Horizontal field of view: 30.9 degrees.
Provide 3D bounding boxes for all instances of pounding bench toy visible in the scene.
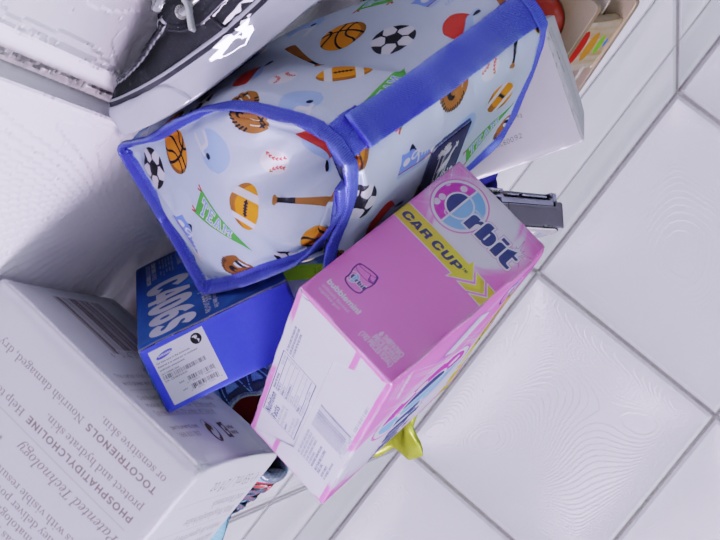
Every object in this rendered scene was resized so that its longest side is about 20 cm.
[{"bbox_3d":[0.110,-0.173,1.082,0.201,0.124,0.156,-57,166,25],"label":"pounding bench toy"}]

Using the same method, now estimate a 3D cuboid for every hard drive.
[{"bbox_3d":[0.070,-0.036,1.181,0.138,0.038,0.199,2,169,-32],"label":"hard drive"}]

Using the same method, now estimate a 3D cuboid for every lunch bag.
[{"bbox_3d":[-0.009,-0.077,0.715,0.170,0.125,0.199,-39,-167,-33],"label":"lunch bag"}]

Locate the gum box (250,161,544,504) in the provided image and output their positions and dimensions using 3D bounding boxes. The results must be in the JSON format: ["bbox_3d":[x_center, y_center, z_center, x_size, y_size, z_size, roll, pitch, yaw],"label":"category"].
[{"bbox_3d":[0.012,0.043,0.710,0.113,0.066,0.200,-39,167,-27],"label":"gum box"}]

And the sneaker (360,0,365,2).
[{"bbox_3d":[0.024,-0.225,0.811,0.201,0.072,0.085,90,9,-62],"label":"sneaker"}]

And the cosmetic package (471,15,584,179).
[{"bbox_3d":[0.094,-0.120,0.897,0.107,0.086,0.200,-19,-173,15],"label":"cosmetic package"}]

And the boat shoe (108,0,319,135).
[{"bbox_3d":[-0.069,-0.141,0.656,0.198,0.068,0.074,-30,-165,37],"label":"boat shoe"}]

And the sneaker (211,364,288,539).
[{"bbox_3d":[-0.097,0.134,0.910,0.079,0.095,0.202,-10,123,-43],"label":"sneaker"}]

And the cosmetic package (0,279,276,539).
[{"bbox_3d":[-0.189,0.138,0.804,0.201,0.166,0.167,-51,168,5],"label":"cosmetic package"}]

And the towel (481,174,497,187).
[{"bbox_3d":[0.047,-0.087,1.136,0.200,0.146,0.050,57,29,-79],"label":"towel"}]

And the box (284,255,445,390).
[{"bbox_3d":[0.000,0.000,0.968,0.201,0.120,0.048,-93,-179,-45],"label":"box"}]

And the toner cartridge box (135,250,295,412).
[{"bbox_3d":[-0.092,0.021,0.824,0.094,0.044,0.200,-24,-164,-4],"label":"toner cartridge box"}]

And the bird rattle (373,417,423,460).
[{"bbox_3d":[-0.012,0.090,1.056,0.162,0.113,0.201,-26,149,-16],"label":"bird rattle"}]
